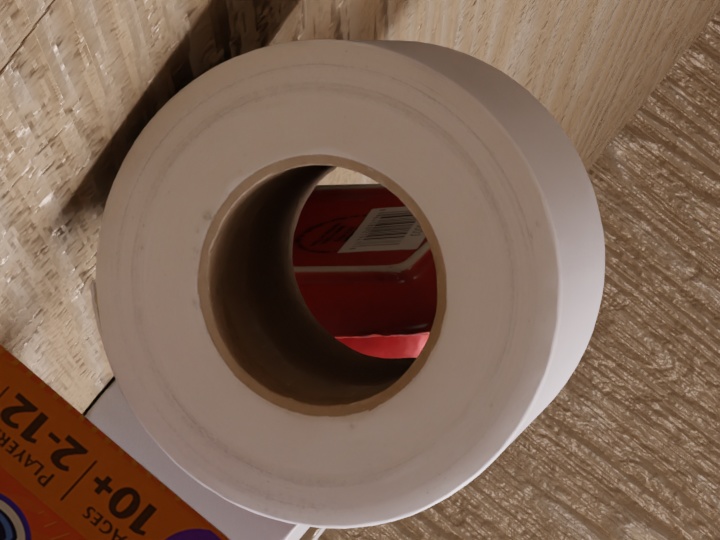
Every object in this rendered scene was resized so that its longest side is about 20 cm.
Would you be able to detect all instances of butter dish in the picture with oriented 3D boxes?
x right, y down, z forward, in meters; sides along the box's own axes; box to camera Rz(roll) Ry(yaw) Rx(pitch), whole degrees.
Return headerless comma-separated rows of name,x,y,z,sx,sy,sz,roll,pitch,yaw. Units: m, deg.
butter dish,0.004,0.043,1.157,0.200,0.199,0.148,-42,126,-57

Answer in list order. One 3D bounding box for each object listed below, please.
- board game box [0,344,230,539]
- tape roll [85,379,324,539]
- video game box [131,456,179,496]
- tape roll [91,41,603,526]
board game box,-0.163,0.136,0.674,0.200,0.200,0.200,-49,172,-20
tape roll,-0.094,0.132,1.324,0.203,0.139,0.203,-50,172,-10
video game box,-0.179,0.194,0.969,0.200,0.047,0.182,-48,-176,39
tape roll,0.000,0.000,0.949,0.203,0.202,0.139,-53,173,13
